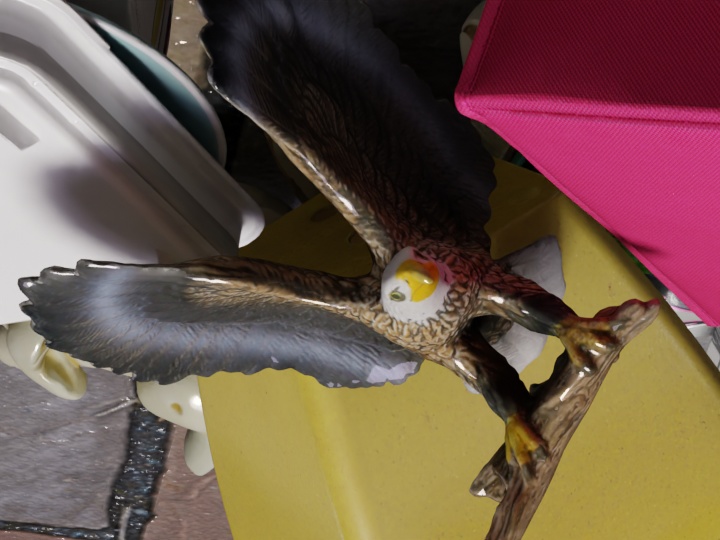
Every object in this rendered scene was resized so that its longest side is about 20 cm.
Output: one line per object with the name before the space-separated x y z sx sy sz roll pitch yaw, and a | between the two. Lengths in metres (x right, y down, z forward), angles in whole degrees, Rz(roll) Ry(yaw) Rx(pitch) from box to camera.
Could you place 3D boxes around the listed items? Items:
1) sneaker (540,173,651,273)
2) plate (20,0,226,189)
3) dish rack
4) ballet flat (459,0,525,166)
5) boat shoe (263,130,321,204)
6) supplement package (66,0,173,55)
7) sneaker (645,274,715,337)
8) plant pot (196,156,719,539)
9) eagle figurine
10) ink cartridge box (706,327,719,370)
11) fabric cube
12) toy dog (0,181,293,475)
sneaker | 0.128 -0.043 1.037 0.077 0.084 0.200 10 171 -39
plate | -0.149 -0.062 0.825 0.199 0.026 0.200 4 153 2
dish rack | -0.146 -0.029 0.815 0.171 0.044 0.200 -10 150 23
ballet flat | 0.078 -0.110 0.941 0.062 0.068 0.200 34 145 1
boat shoe | 0.016 -0.039 1.052 0.066 0.072 0.201 -4 147 24
supplement package | -0.156 -0.135 0.846 0.155 0.111 0.200 4 153 0
sneaker | 0.151 -0.001 1.118 0.199 0.081 0.086 -15 144 9
plant pot | 0.036 0.055 0.957 0.200 0.200 0.177 27 146 62
eagle figurine | 0.001 -0.003 0.787 0.200 0.152 0.151 30 143 2
ink cartridge box | 0.254 0.040 1.065 0.145 0.084 0.201 -2 130 -16
fabric cube | 0.186 -0.093 0.739 0.199 0.201 0.196 7 161 39
toy dog | -0.130 -0.003 1.056 0.199 0.140 0.194 22 166 -12
